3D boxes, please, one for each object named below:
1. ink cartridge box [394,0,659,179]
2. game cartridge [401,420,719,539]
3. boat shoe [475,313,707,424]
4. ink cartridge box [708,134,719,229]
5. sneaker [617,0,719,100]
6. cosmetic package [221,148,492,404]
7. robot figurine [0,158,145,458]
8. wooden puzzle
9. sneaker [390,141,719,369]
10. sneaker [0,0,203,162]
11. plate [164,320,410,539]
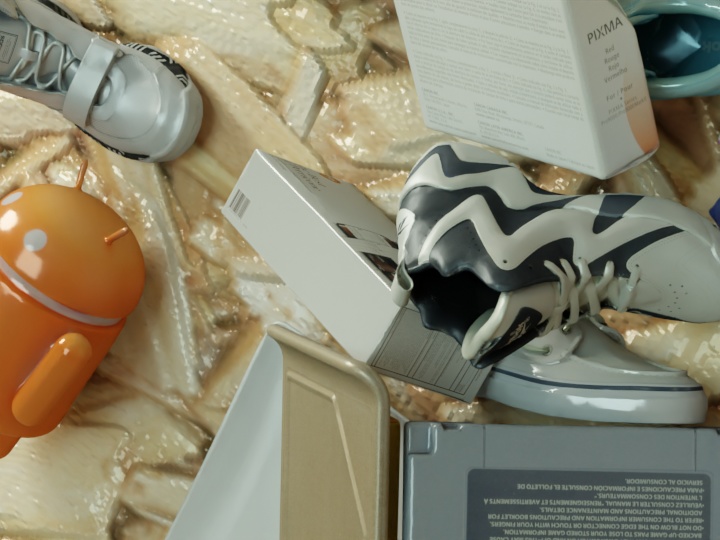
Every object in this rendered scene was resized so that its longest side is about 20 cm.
[{"bbox_3d":[0.078,-0.160,1.423,0.162,0.050,0.201,20,130,50],"label":"ink cartridge box"},{"bbox_3d":[0.121,0.150,1.413,0.199,0.042,0.134,2,91,-7],"label":"game cartridge"},{"bbox_3d":[0.108,0.045,1.474,0.200,0.073,0.067,7,94,37],"label":"boat shoe"},{"bbox_3d":[0.262,-0.029,1.340,0.200,0.043,0.197,-55,46,35],"label":"ink cartridge box"},{"bbox_3d":[0.149,-0.129,1.454,0.200,0.082,0.074,-5,83,35],"label":"sneaker"},{"bbox_3d":[0.000,0.000,1.512,0.051,0.082,0.200,-59,38,12],"label":"cosmetic package"},{"bbox_3d":[-0.216,0.026,1.684,0.116,0.144,0.200,36,110,1],"label":"robot figurine"},{"bbox_3d":[-0.010,0.138,1.474,0.185,0.037,0.201,-161,66,-72],"label":"wooden puzzle"},{"bbox_3d":[0.107,0.014,1.403,0.199,0.130,0.080,23,138,-1],"label":"sneaker"},{"bbox_3d":[-0.200,-0.130,1.684,0.200,0.115,0.075,32,105,33],"label":"sneaker"},{"bbox_3d":[-0.020,0.164,1.584,0.199,0.032,0.200,35,106,31],"label":"plate"}]
